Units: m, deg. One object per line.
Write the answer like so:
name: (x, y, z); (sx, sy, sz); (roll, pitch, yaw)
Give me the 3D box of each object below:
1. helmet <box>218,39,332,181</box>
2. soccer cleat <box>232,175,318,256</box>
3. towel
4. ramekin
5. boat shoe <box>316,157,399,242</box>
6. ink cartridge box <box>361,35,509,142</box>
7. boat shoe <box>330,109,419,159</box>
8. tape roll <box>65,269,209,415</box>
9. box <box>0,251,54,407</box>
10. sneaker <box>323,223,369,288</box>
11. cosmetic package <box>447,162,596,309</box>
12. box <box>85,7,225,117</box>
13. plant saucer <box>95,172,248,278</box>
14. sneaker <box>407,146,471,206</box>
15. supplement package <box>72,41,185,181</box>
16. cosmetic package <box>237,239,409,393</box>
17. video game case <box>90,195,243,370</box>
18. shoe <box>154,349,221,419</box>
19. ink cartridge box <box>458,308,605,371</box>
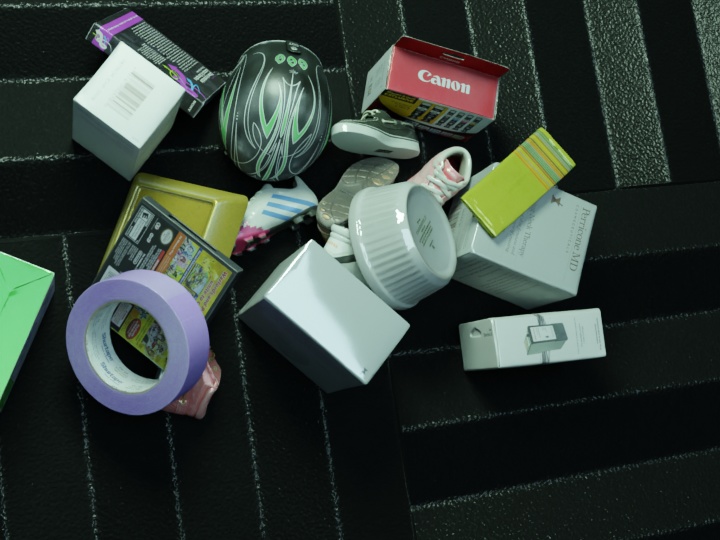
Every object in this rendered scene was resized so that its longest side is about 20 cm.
helmet: (-0.135, -0.244, 1.548); (0.199, 0.200, 0.191); (12, 60, -15)
soccer cleat: (-0.163, -0.089, 1.572); (0.200, 0.070, 0.087); (-25, 79, -25)
towel: (0.254, -0.142, 1.564); (0.200, 0.018, 0.086); (-41, 88, -20)
ramekin: (0.073, -0.046, 1.527); (0.202, 0.094, 0.203); (38, 42, -45)
boat shoe: (-0.007, -0.119, 1.623); (0.076, 0.072, 0.200); (33, 54, 22)
ink cartridge box: (0.125, -0.302, 1.639); (0.199, 0.176, 0.084); (13, 77, -15)
boat shoe: (0.022, -0.232, 1.624); (0.200, 0.071, 0.064); (6, 74, -50)
tape roll: (-0.320, 0.103, 1.397); (0.199, 0.066, 0.201); (4, 102, 18)
box: (-0.513, 0.089, 1.364); (0.096, 0.176, 0.201); (23, 74, -12)
sneaker: (0.000, 0.000, 1.574); (0.200, 0.074, 0.080); (37, 80, -44)
cosmetic package: (0.258, -0.054, 1.642); (0.199, 0.166, 0.168); (21, 74, -14)
box: (-0.316, -0.328, 1.529); (0.200, 0.143, 0.036); (35, 114, -8)
plant saucer: (-0.295, -0.050, 1.481); (0.199, 0.048, 0.201); (13, 75, 15)
sneaker: (0.116, -0.134, 1.645); (0.075, 0.105, 0.200); (43, 72, -8)
supplement package: (-0.352, -0.233, 1.460); (0.117, 0.200, 0.117); (36, 73, -9)
cosmetic package: (-0.061, 0.076, 1.499); (0.199, 0.200, 0.123); (41, 71, -8)
video game case: (-0.293, 0.024, 1.423); (0.181, 0.025, 0.200); (37, 108, 8)
shoe: (-0.254, 0.126, 1.501); (0.091, 0.071, 0.201); (19, 80, -15)
ink cartridge box: (0.284, 0.118, 1.632); (0.199, 0.145, 0.084); (-4, 83, -18)
